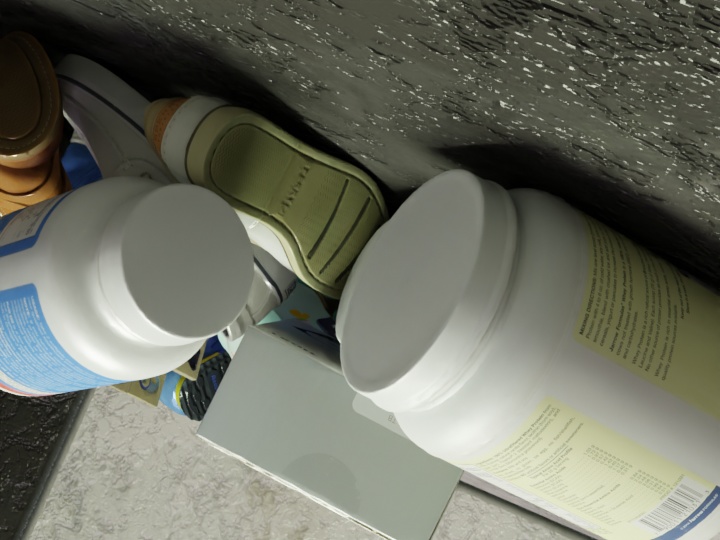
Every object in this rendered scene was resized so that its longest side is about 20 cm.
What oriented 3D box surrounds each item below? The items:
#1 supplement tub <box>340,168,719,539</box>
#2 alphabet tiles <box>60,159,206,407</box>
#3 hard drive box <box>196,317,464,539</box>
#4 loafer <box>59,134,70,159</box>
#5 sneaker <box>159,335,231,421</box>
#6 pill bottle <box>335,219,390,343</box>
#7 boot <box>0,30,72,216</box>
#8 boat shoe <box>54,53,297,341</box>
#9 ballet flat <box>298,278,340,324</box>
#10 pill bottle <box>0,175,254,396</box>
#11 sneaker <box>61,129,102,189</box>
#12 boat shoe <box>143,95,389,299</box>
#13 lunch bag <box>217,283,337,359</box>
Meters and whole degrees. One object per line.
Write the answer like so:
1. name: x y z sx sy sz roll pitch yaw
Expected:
1. supplement tub: 0.104 0.047 0.915 0.199 0.146 0.145 28 170 -23
2. alphabet tiles: -0.174 0.002 1.320 0.006 0.168 0.200 1 158 39
3. hard drive box: -0.006 0.100 1.135 0.155 0.077 0.200 27 -177 4
4. loafer: -0.312 -0.101 1.390 0.198 0.070 0.070 21 161 17
5. sneaker: -0.090 0.062 1.527 0.078 0.199 0.067 28 135 52
6. pill bottle: 0.089 0.046 1.057 0.199 0.112 0.111 25 171 -18
7. boot: -0.212 -0.069 1.086 0.199 0.077 0.156 28 152 44
8. boat shoe: -0.127 -0.042 1.085 0.200 0.066 0.072 48 161 -10
9. ballet flat: 0.000 0.000 1.187 0.068 0.064 0.200 -5 154 22
10. pill bottle: -0.146 0.009 0.997 0.112 0.113 0.199 28 158 -30
11. sneaker: -0.138 -0.031 1.204 0.199 0.112 0.077 18 170 33
12. boat shoe: -0.050 -0.048 1.033 0.068 0.075 0.200 29 172 37
13. lunch bag: -0.016 0.087 1.386 0.171 0.122 0.200 48 179 27
